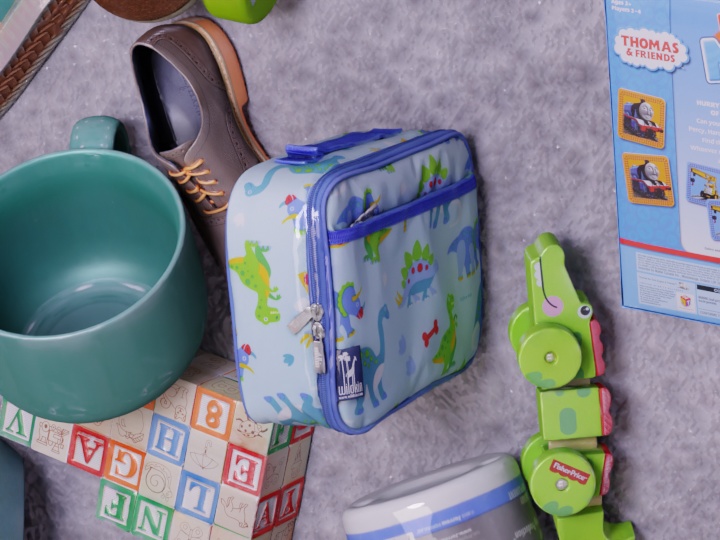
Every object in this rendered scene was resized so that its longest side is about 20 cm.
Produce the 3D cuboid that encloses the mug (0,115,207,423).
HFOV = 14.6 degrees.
[{"bbox_3d":[-0.161,0.008,1.739,0.152,0.185,0.114,27,149,29],"label":"mug"}]

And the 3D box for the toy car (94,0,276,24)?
[{"bbox_3d":[-0.145,-0.241,1.641,0.164,0.200,0.158,13,84,24],"label":"toy car"}]

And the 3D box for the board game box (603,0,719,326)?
[{"bbox_3d":[0.211,-0.062,1.559,0.151,0.037,0.200,12,121,33],"label":"board game box"}]

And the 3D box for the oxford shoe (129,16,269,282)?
[{"bbox_3d":[-0.094,-0.056,1.743,0.071,0.073,0.200,-24,89,30],"label":"oxford shoe"}]

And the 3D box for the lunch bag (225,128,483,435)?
[{"bbox_3d":[0.000,0.000,1.629,0.082,0.200,0.161,2,101,28],"label":"lunch bag"}]

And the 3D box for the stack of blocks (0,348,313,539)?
[{"bbox_3d":[-0.134,0.106,1.810,0.200,0.059,0.115,20,110,24],"label":"stack of blocks"}]

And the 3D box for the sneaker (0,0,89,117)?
[{"bbox_3d":[-0.252,-0.150,1.817,0.080,0.071,0.200,48,111,13],"label":"sneaker"}]

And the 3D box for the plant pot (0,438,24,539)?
[{"bbox_3d":[-0.290,0.167,1.856,0.135,0.200,0.200,1,105,-9],"label":"plant pot"}]

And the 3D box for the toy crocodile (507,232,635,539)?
[{"bbox_3d":[0.123,0.077,1.656,0.062,0.068,0.200,-6,99,-1],"label":"toy crocodile"}]

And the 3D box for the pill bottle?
[{"bbox_3d":[0.071,0.220,1.688,0.114,0.114,0.200,-18,92,31],"label":"pill bottle"}]
